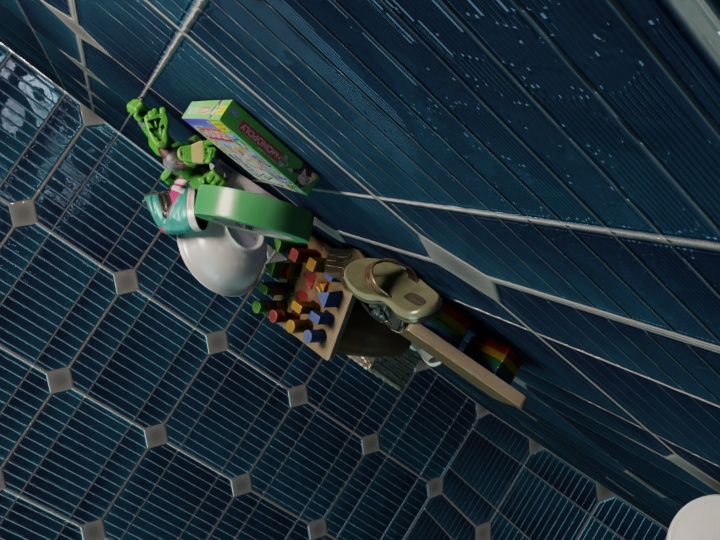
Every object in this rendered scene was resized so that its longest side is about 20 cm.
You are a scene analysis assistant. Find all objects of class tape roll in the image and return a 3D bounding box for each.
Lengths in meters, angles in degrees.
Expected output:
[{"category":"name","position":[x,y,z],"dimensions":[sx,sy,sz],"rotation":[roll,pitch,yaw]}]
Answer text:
[{"category":"tape roll","position":[-0.174,-0.091,1.135],"dimensions":[0.194,0.050,0.200],"rotation":[14,177,1]}]

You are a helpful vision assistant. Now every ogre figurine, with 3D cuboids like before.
[{"category":"ogre figurine","position":[-0.309,-0.200,1.172],"dimensions":[0.195,0.101,0.120],"rotation":[22,166,-7]}]

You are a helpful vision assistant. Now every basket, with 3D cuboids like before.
[{"category":"basket","position":[0.044,0.176,1.790],"dimensions":[0.196,0.163,0.199],"rotation":[29,175,39]}]

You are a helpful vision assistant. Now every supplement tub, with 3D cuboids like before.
[{"category":"supplement tub","position":[0.475,0.372,0.880],"dimensions":[0.143,0.146,0.200],"rotation":[30,172,42]}]

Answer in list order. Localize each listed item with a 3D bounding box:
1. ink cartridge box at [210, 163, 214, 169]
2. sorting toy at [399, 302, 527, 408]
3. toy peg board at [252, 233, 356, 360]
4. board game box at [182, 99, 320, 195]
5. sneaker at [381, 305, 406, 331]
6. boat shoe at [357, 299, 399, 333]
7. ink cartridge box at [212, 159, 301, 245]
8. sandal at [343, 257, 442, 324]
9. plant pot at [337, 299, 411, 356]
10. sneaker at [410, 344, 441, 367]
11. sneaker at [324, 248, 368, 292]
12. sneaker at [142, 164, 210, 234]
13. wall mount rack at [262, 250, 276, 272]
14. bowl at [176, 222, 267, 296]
[{"category":"ink cartridge box","position":[-0.347,-0.189,1.570],"dimensions":[0.144,0.085,0.199],"rotation":[37,175,-23]},{"category":"sorting toy","position":[0.164,0.122,1.073],"dimensions":[0.197,0.071,0.199],"rotation":[34,175,3]},{"category":"toy peg board","position":[-0.116,0.043,1.366],"dimensions":[0.197,0.205,0.096],"rotation":[31,-162,36]},{"category":"board game box","position":[-0.140,-0.154,0.844],"dimensions":[0.134,0.029,0.199],"rotation":[38,175,-28]},{"category":"sneaker","position":[0.054,0.045,1.087],"dimensions":[0.079,0.076,0.200],"rotation":[39,176,3]},{"category":"boat shoe","position":[0.041,0.061,1.305],"dimensions":[0.065,0.076,0.199],"rotation":[16,-166,-28]},{"category":"ink cartridge box","position":[-0.189,-0.129,1.301],"dimensions":[0.198,0.045,0.094],"rotation":[34,176,17]},{"category":"sandal","position":[0.045,0.013,0.973],"dimensions":[0.199,0.079,0.058],"rotation":[25,144,53]},{"category":"plant pot","position":[0.015,0.110,1.487],"dimensions":[0.196,0.192,0.186],"rotation":[22,180,-23]},{"category":"sneaker","position":[0.139,0.153,1.534],"dimensions":[0.079,0.075,0.199],"rotation":[43,173,-26]},{"category":"sneaker","position":[0.000,0.000,1.206],"dimensions":[0.074,0.072,0.200],"rotation":[17,-173,-23]},{"category":"sneaker","position":[-0.345,-0.144,1.286],"dimensions":[0.084,0.117,0.204],"rotation":[66,-166,-49]},{"category":"wall mount rack","position":[-0.140,-0.017,1.578],"dimensions":[0.197,0.076,0.174],"rotation":[33,-161,-1]},{"category":"bowl","position":[-0.248,-0.061,1.328],"dimensions":[0.200,0.205,0.089],"rotation":[38,131,-27]}]
